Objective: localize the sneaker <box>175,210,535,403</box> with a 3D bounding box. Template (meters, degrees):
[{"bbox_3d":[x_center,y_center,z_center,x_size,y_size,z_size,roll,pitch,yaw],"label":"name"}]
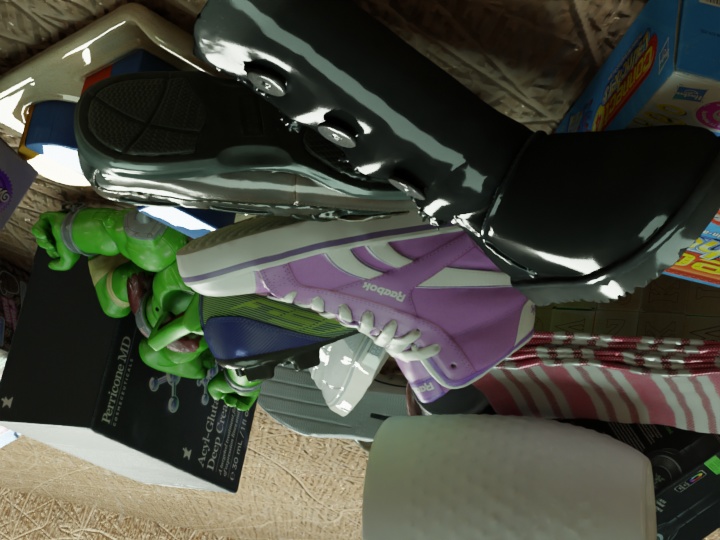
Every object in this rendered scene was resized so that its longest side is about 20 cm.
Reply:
[{"bbox_3d":[0.006,0.020,0.678,0.200,0.115,0.073,-7,-173,-15],"label":"sneaker"}]

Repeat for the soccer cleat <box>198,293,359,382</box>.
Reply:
[{"bbox_3d":[0.000,0.000,0.745,0.200,0.084,0.065,-18,-172,-21],"label":"soccer cleat"}]

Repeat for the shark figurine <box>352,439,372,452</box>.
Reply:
[{"bbox_3d":[0.094,0.164,1.220,0.214,0.090,0.128,-10,119,31],"label":"shark figurine"}]

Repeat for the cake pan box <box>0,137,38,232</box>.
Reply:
[{"bbox_3d":[-0.302,-0.085,0.702,0.184,0.052,0.200,-2,142,42],"label":"cake pan box"}]

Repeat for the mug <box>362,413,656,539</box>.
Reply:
[{"bbox_3d":[0.109,0.194,0.853,0.175,0.201,0.148,-3,-163,17],"label":"mug"}]

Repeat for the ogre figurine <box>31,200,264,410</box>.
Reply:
[{"bbox_3d":[-0.125,0.021,0.883,0.120,0.098,0.200,-19,103,51],"label":"ogre figurine"}]

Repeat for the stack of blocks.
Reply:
[{"bbox_3d":[0.209,0.048,0.827,0.199,0.059,0.115,2,159,27],"label":"stack of blocks"}]

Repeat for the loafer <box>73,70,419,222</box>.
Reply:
[{"bbox_3d":[-0.038,-0.058,0.622,0.199,0.072,0.063,4,153,-10],"label":"loafer"}]

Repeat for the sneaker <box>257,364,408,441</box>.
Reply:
[{"bbox_3d":[-0.006,0.121,1.158,0.199,0.073,0.071,16,-173,20],"label":"sneaker"}]

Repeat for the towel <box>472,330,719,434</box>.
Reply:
[{"bbox_3d":[0.160,0.076,0.798,0.199,0.030,0.146,1,160,28],"label":"towel"}]

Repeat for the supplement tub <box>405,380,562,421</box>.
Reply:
[{"bbox_3d":[0.098,0.110,1.003,0.107,0.107,0.200,4,159,21],"label":"supplement tub"}]

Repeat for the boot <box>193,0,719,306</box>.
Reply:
[{"bbox_3d":[0.031,-0.069,0.506,0.200,0.066,0.165,38,158,-7],"label":"boot"}]

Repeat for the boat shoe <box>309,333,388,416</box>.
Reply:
[{"bbox_3d":[-0.016,0.066,1.016,0.068,0.072,0.200,33,168,3],"label":"boat shoe"}]

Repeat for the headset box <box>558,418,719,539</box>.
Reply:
[{"bbox_3d":[0.207,0.169,0.984,0.200,0.093,0.174,-38,147,10],"label":"headset box"}]

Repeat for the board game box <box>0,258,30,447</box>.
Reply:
[{"bbox_3d":[-0.349,0.065,1.072,0.159,0.097,0.200,-28,144,21],"label":"board game box"}]

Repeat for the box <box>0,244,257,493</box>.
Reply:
[{"bbox_3d":[-0.177,0.081,1.022,0.107,0.149,0.200,0,159,30],"label":"box"}]

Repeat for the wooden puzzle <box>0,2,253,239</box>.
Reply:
[{"bbox_3d":[-0.106,-0.066,0.711,0.185,0.046,0.200,27,156,-38],"label":"wooden puzzle"}]

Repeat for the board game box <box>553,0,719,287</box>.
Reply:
[{"bbox_3d":[0.198,-0.046,0.567,0.199,0.056,0.196,13,161,-4],"label":"board game box"}]
